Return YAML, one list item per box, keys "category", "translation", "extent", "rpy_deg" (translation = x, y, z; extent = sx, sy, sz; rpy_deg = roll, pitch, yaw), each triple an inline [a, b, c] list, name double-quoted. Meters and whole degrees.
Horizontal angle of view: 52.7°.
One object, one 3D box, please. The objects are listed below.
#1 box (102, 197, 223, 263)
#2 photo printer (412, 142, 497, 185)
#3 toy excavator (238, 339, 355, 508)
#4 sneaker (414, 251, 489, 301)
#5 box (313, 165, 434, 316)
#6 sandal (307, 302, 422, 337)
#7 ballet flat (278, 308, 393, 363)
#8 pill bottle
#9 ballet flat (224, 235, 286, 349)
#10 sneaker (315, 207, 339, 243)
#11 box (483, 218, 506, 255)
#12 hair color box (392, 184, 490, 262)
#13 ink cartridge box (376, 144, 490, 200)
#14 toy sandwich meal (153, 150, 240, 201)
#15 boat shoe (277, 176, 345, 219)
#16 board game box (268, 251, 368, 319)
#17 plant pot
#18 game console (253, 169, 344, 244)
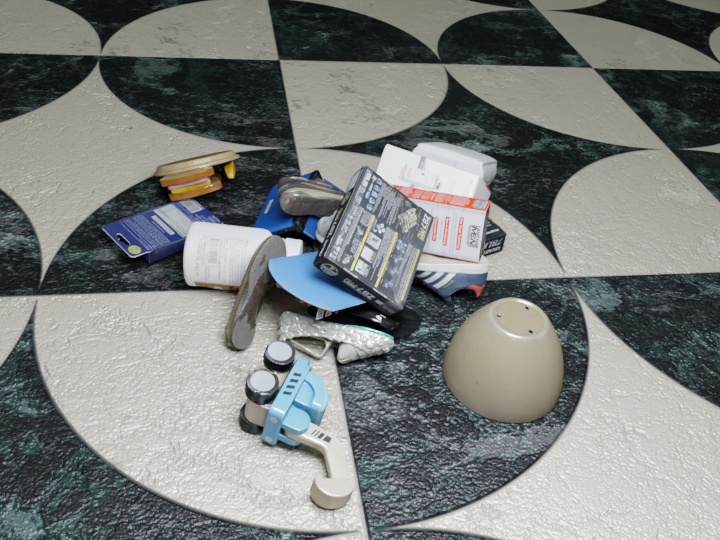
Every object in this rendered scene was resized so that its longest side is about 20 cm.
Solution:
- category: "box"
  translation: [-0.380, -0.077, 1.402]
  extent: [0.199, 0.033, 0.121]
  rpy_deg: [-25, 49, -37]
- category: "photo printer"
  translation: [0.215, -0.237, 1.621]
  extent: [0.165, 0.070, 0.200]
  rpy_deg: [20, 17, 18]
- category: "toy excavator"
  translation: [-0.080, 0.221, 1.048]
  extent: [0.198, 0.100, 0.195]
  rpy_deg: [22, 42, 5]
- category: "sneaker"
  translation: [0.134, 0.012, 1.334]
  extent: [0.198, 0.085, 0.075]
  rpy_deg: [6, 26, 7]
- category: "box"
  translation: [0.027, -0.051, 1.206]
  extent: [0.161, 0.049, 0.201]
  rpy_deg: [32, 57, -17]
- category: "sandal"
  translation: [0.006, 0.088, 1.235]
  extent: [0.198, 0.076, 0.048]
  rpy_deg: [3, 36, 10]
- category: "ballet flat"
  translation: [-0.045, 0.119, 1.205]
  extent: [0.198, 0.072, 0.072]
  rpy_deg: [14, 39, 11]
- category: "pill bottle"
  translation: [-0.206, -0.020, 1.296]
  extent: [0.198, 0.115, 0.115]
  rpy_deg: [6, 39, -1]
- category: "ballet flat"
  translation: [-0.180, 0.034, 1.215]
  extent: [0.067, 0.202, 0.046]
  rpy_deg: [26, -11, -39]
- category: "sneaker"
  translation: [-0.025, -0.079, 1.325]
  extent: [0.074, 0.101, 0.200]
  rpy_deg: [3, 16, -23]
- category: "box"
  translation: [0.163, -0.091, 1.493]
  extent: [0.199, 0.050, 0.199]
  rpy_deg: [-18, 45, -26]
- category: "hair color box"
  translation: [0.129, -0.088, 1.323]
  extent: [0.198, 0.102, 0.061]
  rpy_deg: [12, 27, 15]
- category: "ink cartridge box"
  translation: [0.142, -0.165, 1.428]
  extent: [0.199, 0.083, 0.146]
  rpy_deg: [22, 1, 20]
- category: "toy sandwich meal"
  translation: [-0.338, -0.200, 1.522]
  extent: [0.203, 0.071, 0.205]
  rpy_deg: [-11, 13, 3]
- category: "boat shoe"
  translation: [-0.075, -0.146, 1.408]
  extent: [0.199, 0.074, 0.074]
  rpy_deg: [10, 50, -44]
- category: "board game box"
  translation: [-0.065, 0.030, 1.213]
  extent: [0.158, 0.039, 0.199]
  rpy_deg: [35, 26, 28]
- category: "plant pot"
  translation: [0.241, 0.124, 1.175]
  extent: [0.198, 0.135, 0.201]
  rpy_deg: [4, 38, -3]
- category: "game console"
  translation: [-0.108, -0.102, 1.489]
  extent: [0.169, 0.119, 0.201]
  rpy_deg: [-16, 33, 22]
